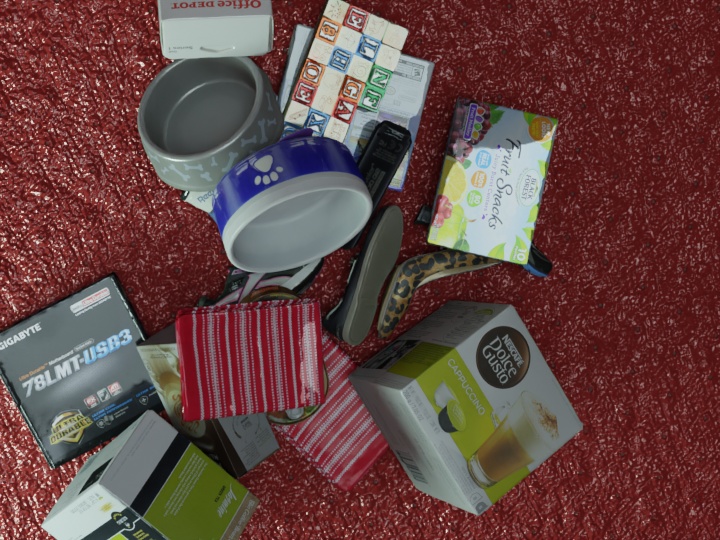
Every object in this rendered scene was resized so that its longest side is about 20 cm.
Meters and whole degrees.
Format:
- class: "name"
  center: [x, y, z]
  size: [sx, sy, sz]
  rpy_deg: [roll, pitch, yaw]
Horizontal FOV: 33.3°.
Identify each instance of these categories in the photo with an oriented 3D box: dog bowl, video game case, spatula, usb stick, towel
- class: "dog bowl"
  center: [-0.088, -0.083, 1.549]
  size: [0.198, 0.201, 0.079]
  rpy_deg: [-20, 67, -6]
- class: "video game case"
  center: [-0.016, -0.221, 1.652]
  size: [0.198, 0.045, 0.183]
  rpy_deg: [14, 94, -10]
- class: "spatula"
  center: [-0.106, -0.141, 1.578]
  size: [0.056, 0.200, 0.021]
  rpy_deg: [-27, 86, -23]
- class: "usb stick"
  center: [0.007, -0.113, 1.633]
  size: [0.055, 0.033, 0.201]
  rpy_deg: [24, 122, -8]
- class: "towel"
  center: [-0.042, 0.199, 1.705]
  size: [0.145, 0.022, 0.200]
  rpy_deg: [-45, 101, -2]
- class: "towel"
  center: [-0.140, 0.114, 1.552]
  size: [0.198, 0.022, 0.147]
  rpy_deg: [-5, 97, -22]
- class: "dog bowl"
  center: [-0.198, -0.202, 1.559]
  size: [0.198, 0.059, 0.202]
  rpy_deg: [-8, 60, 15]

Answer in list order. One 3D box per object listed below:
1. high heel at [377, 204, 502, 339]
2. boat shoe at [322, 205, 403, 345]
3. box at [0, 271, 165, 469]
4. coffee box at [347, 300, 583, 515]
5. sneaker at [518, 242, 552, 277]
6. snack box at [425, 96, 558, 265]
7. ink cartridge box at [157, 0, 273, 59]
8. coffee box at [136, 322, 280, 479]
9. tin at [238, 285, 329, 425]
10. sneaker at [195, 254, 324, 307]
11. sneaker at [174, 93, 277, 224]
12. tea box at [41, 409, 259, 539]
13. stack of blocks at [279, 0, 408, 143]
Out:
- class: "high heel"
  center: [0.113, 0.024, 1.686]
  size: [0.141, 0.071, 0.202]
  rpy_deg: [24, 84, -5]
- class: "boat shoe"
  center: [0.000, 0.000, 1.669]
  size: [0.062, 0.072, 0.202]
  rpy_deg: [19, 90, 34]
- class: "box"
  center: [-0.378, 0.135, 1.641]
  size: [0.198, 0.050, 0.200]
  rpy_deg: [-27, 101, -5]
- class: "coffee box"
  center: [0.140, 0.176, 1.629]
  size: [0.197, 0.200, 0.201]
  rpy_deg: [-35, 101, -17]
- class: "sneaker"
  center: [0.220, -0.079, 1.692]
  size: [0.082, 0.071, 0.201]
  rpy_deg: [-29, 97, 2]
- class: "snack box"
  center: [0.177, -0.120, 1.634]
  size: [0.141, 0.053, 0.202]
  rpy_deg: [12, 90, -1]
- class: "ink cartridge box"
  center: [-0.190, -0.381, 1.545]
  size: [0.144, 0.085, 0.202]
  rpy_deg: [-5, 67, -8]
- class: "coffee box"
  center: [-0.203, 0.170, 1.610]
  size: [0.079, 0.114, 0.202]
  rpy_deg: [-32, 106, -36]
- class: "tin"
  center: [-0.108, 0.114, 1.622]
  size: [0.111, 0.042, 0.202]
  rpy_deg: [-15, 116, -7]
- class: "sneaker"
  center: [-0.141, 0.019, 1.650]
  size: [0.199, 0.080, 0.087]
  rpy_deg: [-37, 82, -11]
- class: "sneaker"
  center: [-0.192, -0.167, 1.614]
  size: [0.114, 0.081, 0.201]
  rpy_deg: [22, 95, -13]
- class: "tea box"
  center: [-0.277, 0.321, 1.586]
  size: [0.197, 0.200, 0.134]
  rpy_deg: [43, 47, -11]
- class: "stack of blocks"
  center: [-0.027, -0.245, 1.594]
  size: [0.114, 0.059, 0.202]
  rpy_deg: [21, 94, -10]
